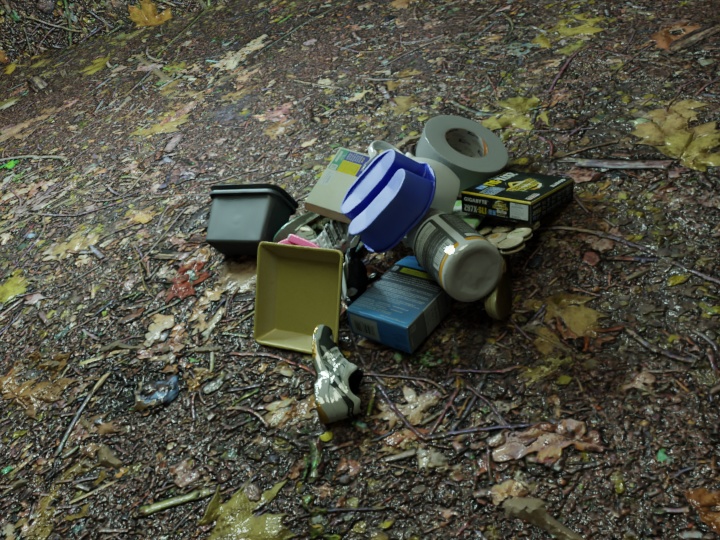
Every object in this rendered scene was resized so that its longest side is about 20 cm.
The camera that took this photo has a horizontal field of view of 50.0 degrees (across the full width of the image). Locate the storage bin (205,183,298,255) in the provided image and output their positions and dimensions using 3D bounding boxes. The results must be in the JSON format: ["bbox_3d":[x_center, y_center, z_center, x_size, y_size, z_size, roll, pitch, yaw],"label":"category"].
[{"bbox_3d":[-0.255,-0.106,1.772,0.198,0.146,0.136,3,69,26],"label":"storage bin"}]

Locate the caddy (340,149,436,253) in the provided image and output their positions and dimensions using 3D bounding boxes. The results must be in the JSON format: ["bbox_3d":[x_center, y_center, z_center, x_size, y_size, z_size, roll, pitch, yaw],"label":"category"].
[{"bbox_3d":[0.057,-0.126,1.452,0.200,0.104,0.142,-46,41,23],"label":"caddy"}]

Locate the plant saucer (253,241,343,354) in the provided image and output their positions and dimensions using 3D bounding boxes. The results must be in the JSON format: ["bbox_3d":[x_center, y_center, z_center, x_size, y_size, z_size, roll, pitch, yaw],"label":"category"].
[{"bbox_3d":[-0.110,0.052,1.484,0.198,0.203,0.048,7,7,31],"label":"plant saucer"}]

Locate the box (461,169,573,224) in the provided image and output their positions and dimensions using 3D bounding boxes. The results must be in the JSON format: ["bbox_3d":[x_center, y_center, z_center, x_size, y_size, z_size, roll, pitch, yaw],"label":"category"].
[{"bbox_3d":[0.322,-0.154,1.579,0.158,0.050,0.199,12,26,37],"label":"box"}]

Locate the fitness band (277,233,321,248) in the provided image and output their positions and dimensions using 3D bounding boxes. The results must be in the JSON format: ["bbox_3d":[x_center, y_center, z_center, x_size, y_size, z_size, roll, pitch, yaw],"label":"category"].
[{"bbox_3d":[-0.131,0.007,1.581,0.199,0.037,0.145,24,86,39],"label":"fitness band"}]

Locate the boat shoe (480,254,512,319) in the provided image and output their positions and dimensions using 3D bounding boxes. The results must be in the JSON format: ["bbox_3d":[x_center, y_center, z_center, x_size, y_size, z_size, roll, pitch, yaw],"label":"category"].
[{"bbox_3d":[0.243,0.026,1.428,0.062,0.074,0.201,-11,26,20],"label":"boat shoe"}]

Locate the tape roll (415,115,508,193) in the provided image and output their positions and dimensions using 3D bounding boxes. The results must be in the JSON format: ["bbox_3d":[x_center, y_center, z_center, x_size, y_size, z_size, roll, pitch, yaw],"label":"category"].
[{"bbox_3d":[0.224,-0.259,1.713,0.198,0.067,0.202,11,44,-11],"label":"tape roll"}]

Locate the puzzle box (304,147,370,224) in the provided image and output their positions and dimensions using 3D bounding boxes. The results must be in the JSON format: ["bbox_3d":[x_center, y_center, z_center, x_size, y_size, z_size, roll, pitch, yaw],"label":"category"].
[{"bbox_3d":[-0.019,-0.179,1.633,0.132,0.026,0.201,18,48,13],"label":"puzzle box"}]

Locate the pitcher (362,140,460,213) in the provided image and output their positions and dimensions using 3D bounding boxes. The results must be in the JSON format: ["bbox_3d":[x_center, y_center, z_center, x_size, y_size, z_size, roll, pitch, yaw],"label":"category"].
[{"bbox_3d":[0.101,-0.194,1.592,0.198,0.122,0.173,17,45,-4],"label":"pitcher"}]

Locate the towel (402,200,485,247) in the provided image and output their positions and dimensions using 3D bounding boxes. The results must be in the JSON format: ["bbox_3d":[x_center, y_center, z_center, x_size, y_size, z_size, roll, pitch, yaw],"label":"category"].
[{"bbox_3d":[0.186,-0.099,1.604,0.148,0.031,0.200,2,27,30],"label":"towel"}]

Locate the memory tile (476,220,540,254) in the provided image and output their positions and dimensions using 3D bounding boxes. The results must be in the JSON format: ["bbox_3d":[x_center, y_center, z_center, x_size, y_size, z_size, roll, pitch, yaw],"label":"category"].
[{"bbox_3d":[0.243,-0.059,1.512,0.198,0.017,0.153,-8,22,35],"label":"memory tile"}]

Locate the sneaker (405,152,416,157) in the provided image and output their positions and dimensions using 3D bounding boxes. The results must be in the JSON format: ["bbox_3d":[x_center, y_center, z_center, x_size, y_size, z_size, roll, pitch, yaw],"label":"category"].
[{"bbox_3d":[0.102,-0.219,1.766,0.199,0.100,0.078,-32,38,-17],"label":"sneaker"}]

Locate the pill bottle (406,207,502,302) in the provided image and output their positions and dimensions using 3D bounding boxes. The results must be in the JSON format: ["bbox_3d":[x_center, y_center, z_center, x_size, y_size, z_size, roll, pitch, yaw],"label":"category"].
[{"bbox_3d":[0.163,-0.035,1.397,0.115,0.117,0.200,-25,30,-8],"label":"pill bottle"}]

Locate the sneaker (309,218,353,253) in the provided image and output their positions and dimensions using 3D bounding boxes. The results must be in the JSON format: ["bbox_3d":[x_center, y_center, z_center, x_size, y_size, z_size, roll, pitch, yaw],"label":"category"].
[{"bbox_3d":[-0.084,-0.038,1.641,0.199,0.081,0.076,-29,67,24],"label":"sneaker"}]

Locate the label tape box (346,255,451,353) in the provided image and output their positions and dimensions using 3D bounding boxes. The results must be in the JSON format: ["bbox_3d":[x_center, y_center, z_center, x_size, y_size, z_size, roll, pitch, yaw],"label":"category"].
[{"bbox_3d":[0.090,0.057,1.453,0.142,0.067,0.200,14,40,37],"label":"label tape box"}]

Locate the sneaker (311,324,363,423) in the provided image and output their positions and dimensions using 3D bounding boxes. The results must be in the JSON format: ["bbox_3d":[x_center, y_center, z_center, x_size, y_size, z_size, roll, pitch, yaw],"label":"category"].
[{"bbox_3d":[-0.039,0.179,1.360,0.087,0.076,0.201,-10,48,1],"label":"sneaker"}]

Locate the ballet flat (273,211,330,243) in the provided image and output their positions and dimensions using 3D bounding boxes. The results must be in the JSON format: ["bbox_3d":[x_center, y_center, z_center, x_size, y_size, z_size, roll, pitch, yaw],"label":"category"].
[{"bbox_3d":[-0.101,-0.098,1.703,0.199,0.068,0.064,-34,51,-17],"label":"ballet flat"}]

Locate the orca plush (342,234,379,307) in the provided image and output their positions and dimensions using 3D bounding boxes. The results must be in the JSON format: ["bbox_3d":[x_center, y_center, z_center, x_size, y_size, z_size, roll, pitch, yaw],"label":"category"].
[{"bbox_3d":[0.000,0.000,1.480,0.070,0.201,0.106,-10,52,-11],"label":"orca plush"}]

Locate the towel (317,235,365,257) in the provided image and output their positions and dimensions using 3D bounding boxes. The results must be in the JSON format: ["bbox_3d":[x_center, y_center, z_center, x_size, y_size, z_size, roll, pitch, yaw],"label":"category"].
[{"bbox_3d":[-0.047,-0.094,1.742,0.199,0.022,0.147,18,51,39],"label":"towel"}]
